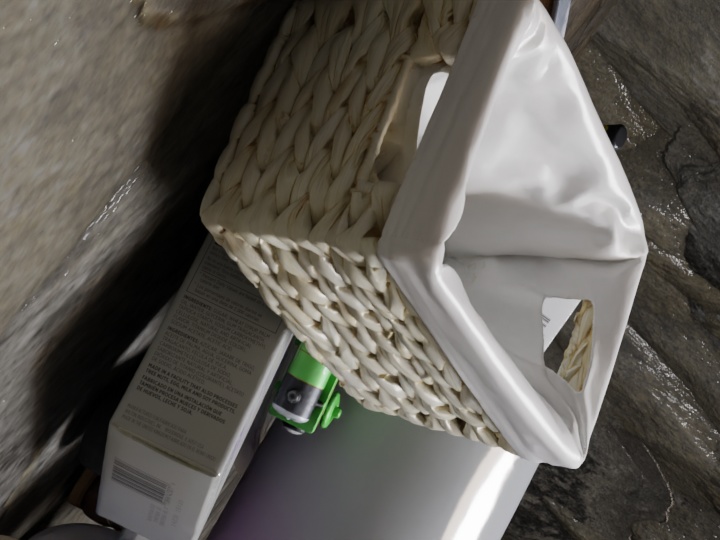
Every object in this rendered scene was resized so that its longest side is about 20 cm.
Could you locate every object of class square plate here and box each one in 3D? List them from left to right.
[{"bbox_3d":[-0.051,0.034,1.050,0.200,0.028,0.199,113,-4,-71],"label":"square plate"}]

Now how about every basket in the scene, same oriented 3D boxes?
[{"bbox_3d":[0.035,-0.017,0.683,0.200,0.123,0.136,52,53,-50],"label":"basket"}]

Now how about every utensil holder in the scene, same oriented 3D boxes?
[{"bbox_3d":[0.003,0.155,0.955,0.201,0.169,0.170,-61,175,0],"label":"utensil holder"}]

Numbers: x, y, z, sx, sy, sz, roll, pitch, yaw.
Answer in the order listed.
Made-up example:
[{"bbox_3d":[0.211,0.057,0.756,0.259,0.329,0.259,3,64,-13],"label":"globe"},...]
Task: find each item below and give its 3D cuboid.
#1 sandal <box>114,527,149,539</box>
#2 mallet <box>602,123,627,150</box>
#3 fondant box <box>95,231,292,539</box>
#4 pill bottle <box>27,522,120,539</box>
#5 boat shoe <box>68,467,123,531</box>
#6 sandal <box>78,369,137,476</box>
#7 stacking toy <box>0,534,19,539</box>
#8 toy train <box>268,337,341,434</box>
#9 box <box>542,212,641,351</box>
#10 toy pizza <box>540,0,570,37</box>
[{"bbox_3d":[-0.125,0.180,0.834,0.083,0.050,0.203,-53,-174,45],"label":"sandal"},{"bbox_3d":[0.105,-0.108,1.095,0.041,0.199,0.066,58,48,-37],"label":"mallet"},{"bbox_3d":[-0.063,0.028,0.770,0.144,0.058,0.201,115,0,-62],"label":"fondant box"},{"bbox_3d":[-0.194,0.258,0.940,0.201,0.111,0.111,-58,174,35],"label":"pill bottle"},{"bbox_3d":[-0.133,0.140,0.993,0.071,0.070,0.200,-51,173,-1],"label":"boat shoe"},{"bbox_3d":[-0.117,0.072,0.902,0.076,0.043,0.200,-63,167,6],"label":"sandal"},{"bbox_3d":[-0.190,0.192,0.762,0.086,0.085,0.200,-52,178,-25],"label":"stacking toy"},{"bbox_3d":[0.000,0.000,0.854,0.056,0.041,0.201,25,88,-81],"label":"toy train"},{"bbox_3d":[0.056,-0.030,0.940,0.156,0.199,0.041,-55,-154,1],"label":"box"},{"bbox_3d":[0.075,-0.157,0.788,0.200,0.031,0.202,-175,-90,-84],"label":"toy pizza"}]
